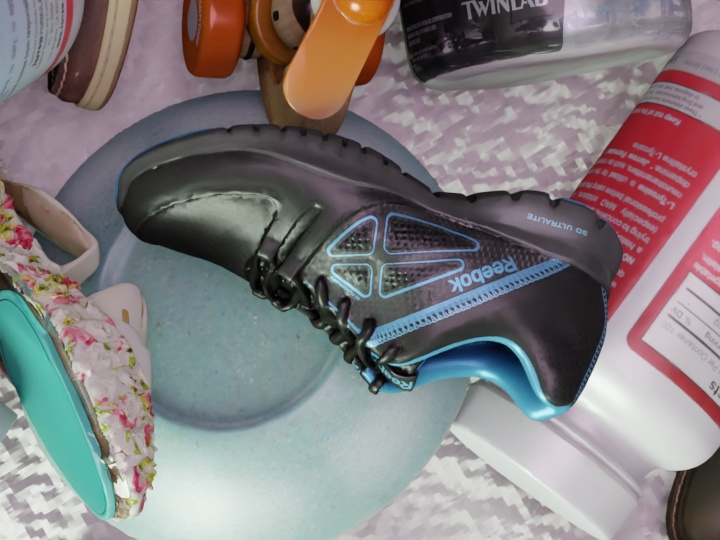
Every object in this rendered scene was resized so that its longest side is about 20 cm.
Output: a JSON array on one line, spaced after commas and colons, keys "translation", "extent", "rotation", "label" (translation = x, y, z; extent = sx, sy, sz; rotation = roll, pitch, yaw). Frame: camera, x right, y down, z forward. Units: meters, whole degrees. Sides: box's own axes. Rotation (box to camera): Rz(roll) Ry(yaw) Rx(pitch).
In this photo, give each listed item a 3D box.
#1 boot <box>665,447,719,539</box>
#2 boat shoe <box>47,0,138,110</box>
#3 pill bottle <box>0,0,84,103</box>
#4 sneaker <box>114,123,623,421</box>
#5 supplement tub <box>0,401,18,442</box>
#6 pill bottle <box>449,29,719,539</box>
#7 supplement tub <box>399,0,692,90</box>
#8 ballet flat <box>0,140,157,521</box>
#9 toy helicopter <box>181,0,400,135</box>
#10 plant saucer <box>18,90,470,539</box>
[{"translation": [0.213, 0.052, 0.981], "extent": [0.075, 0.097, 0.200], "rotation": [45, 83, -5], "label": "boot"}, {"translation": [-0.128, -0.167, 0.942], "extent": [0.071, 0.072, 0.202], "rotation": [0, 100, -15], "label": "boat shoe"}, {"translation": [-0.201, -0.083, 0.852], "extent": [0.109, 0.109, 0.200], "rotation": [53, 42, -3], "label": "pill bottle"}, {"translation": [0.000, 0.000, 0.879], "extent": [0.198, 0.073, 0.082], "rotation": [12, 70, 0], "label": "sneaker"}, {"translation": [-0.249, 0.048, 0.891], "extent": [0.199, 0.145, 0.145], "rotation": [36, 83, -6], "label": "supplement tub"}, {"translation": [0.128, 0.009, 0.963], "extent": [0.112, 0.112, 0.200], "rotation": [37, 84, -5], "label": "pill bottle"}, {"translation": [0.065, -0.182, 0.956], "extent": [0.122, 0.122, 0.202], "rotation": [-8, 89, -8], "label": "supplement tub"}, {"translation": [-0.123, 0.012, 0.902], "extent": [0.064, 0.076, 0.200], "rotation": [-25, 56, -26], "label": "ballet flat"}, {"translation": [-0.012, -0.144, 0.897], "extent": [0.078, 0.132, 0.201], "rotation": [2, 116, -17], "label": "toy helicopter"}, {"translation": [-0.052, 0.016, 0.941], "extent": [0.199, 0.039, 0.203], "rotation": [-2, 75, 8], "label": "plant saucer"}]
